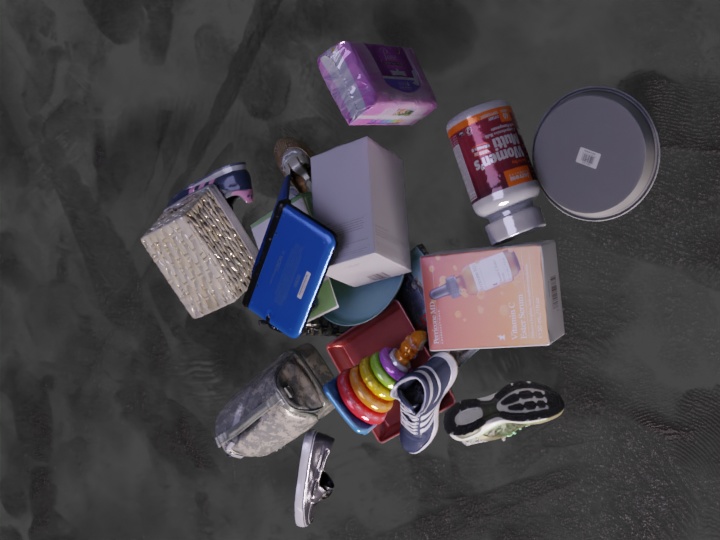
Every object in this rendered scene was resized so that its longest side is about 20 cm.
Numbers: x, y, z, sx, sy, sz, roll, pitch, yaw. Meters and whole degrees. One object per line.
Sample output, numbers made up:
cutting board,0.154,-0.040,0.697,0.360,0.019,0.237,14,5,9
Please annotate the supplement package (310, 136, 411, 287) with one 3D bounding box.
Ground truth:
supplement package,0.001,-0.094,1.556,0.120,0.119,0.204,-15,68,31

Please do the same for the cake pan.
cake pan,0.347,-0.174,1.424,0.197,0.037,0.205,6,102,29

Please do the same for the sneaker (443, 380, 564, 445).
sneaker,0.238,0.242,1.550,0.196,0.089,0.078,-14,51,15

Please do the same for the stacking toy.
stacking toy,0.044,0.168,1.571,0.110,0.116,0.200,48,114,9

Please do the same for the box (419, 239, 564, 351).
box,0.207,0.040,1.487,0.196,0.106,0.156,-6,93,25

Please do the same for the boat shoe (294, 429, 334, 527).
boat shoe,-0.080,0.391,1.756,0.065,0.070,0.204,10,107,9

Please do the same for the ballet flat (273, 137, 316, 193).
ballet flat,-0.091,-0.162,1.655,0.070,0.065,0.201,-40,74,4

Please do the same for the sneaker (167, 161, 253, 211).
sneaker,-0.283,-0.130,1.780,0.198,0.070,0.083,-25,84,33

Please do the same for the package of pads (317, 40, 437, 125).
package of pads,0.029,-0.294,1.495,0.075,0.199,0.122,-30,80,35

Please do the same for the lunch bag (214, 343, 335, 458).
lunch bag,-0.157,0.246,1.713,0.199,0.167,0.141,-38,79,30

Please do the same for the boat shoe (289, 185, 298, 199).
boat shoe,-0.124,-0.047,1.703,0.073,0.064,0.206,9,103,28

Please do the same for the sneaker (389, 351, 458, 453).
sneaker,0.086,0.230,1.540,0.070,0.108,0.203,33,122,24

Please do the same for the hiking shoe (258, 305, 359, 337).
hiking shoe,-0.082,0.090,1.681,0.197,0.100,0.077,-8,95,31

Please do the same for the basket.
basket,-0.286,-0.030,1.733,0.134,0.124,0.202,-23,109,31

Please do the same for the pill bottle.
pill bottle,0.212,-0.150,1.459,0.108,0.109,0.204,-22,83,31

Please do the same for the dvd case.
dvd case,0.114,0.078,1.612,0.146,0.022,0.201,-44,78,28

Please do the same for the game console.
game console,-0.112,-0.025,1.552,0.169,0.118,0.203,32,118,17

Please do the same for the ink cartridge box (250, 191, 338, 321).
ink cartridge box,-0.103,-0.014,1.622,0.144,0.048,0.203,-26,81,40

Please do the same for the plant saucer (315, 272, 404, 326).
plant saucer,0.000,0.000,1.621,0.197,0.027,0.204,-15,63,32

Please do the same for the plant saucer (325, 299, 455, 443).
plant saucer,0.056,0.172,1.636,0.199,0.036,0.202,-35,83,38
